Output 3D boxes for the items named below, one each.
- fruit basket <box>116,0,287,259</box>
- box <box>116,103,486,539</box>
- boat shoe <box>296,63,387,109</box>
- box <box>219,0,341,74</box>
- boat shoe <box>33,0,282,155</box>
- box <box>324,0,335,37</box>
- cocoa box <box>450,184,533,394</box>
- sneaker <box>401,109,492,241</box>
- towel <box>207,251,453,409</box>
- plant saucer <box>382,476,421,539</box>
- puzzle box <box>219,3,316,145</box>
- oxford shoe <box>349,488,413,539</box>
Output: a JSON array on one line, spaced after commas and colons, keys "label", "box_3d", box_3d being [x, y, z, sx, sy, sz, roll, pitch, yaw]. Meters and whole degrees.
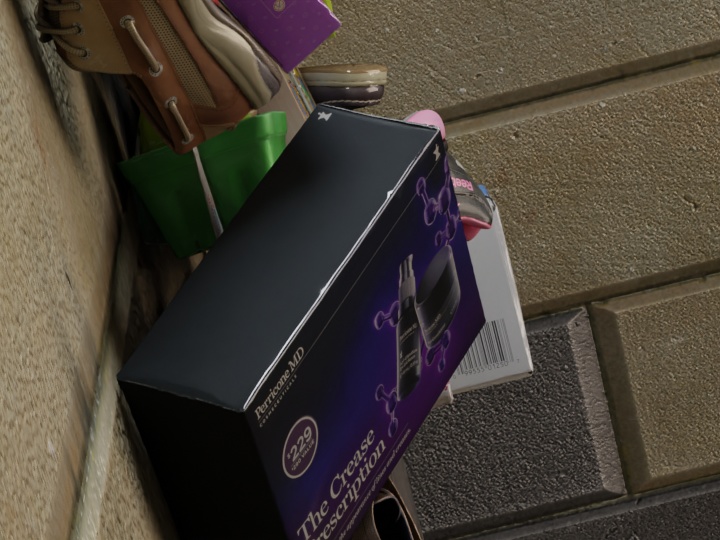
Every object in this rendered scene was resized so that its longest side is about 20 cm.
[{"label": "fruit basket", "box_3d": [-0.104, -0.106, 1.259, 0.185, 0.093, 0.201, -75, 141, -85]}, {"label": "box", "box_3d": [-0.023, 0.038, 1.133, 0.200, 0.078, 0.142, -56, 143, -35]}, {"label": "boat shoe", "box_3d": [-0.049, -0.098, 1.535, 0.199, 0.072, 0.065, -8, -93, 50]}, {"label": "box", "box_3d": [-0.094, -0.191, 1.132, 0.137, 0.039, 0.200, 47, 3, -37]}, {"label": "boat shoe", "box_3d": [-0.113, -0.122, 1.048, 0.200, 0.072, 0.076, 47, -2, -40]}, {"label": "box", "box_3d": [-0.090, -0.206, 1.462, 0.200, 0.121, 0.048, 72, 5, -61]}, {"label": "cocoa box", "box_3d": [0.017, 0.027, 1.720, 0.131, 0.199, 0.134, -91, 166, -82]}, {"label": "sneaker", "box_3d": [0.000, 0.000, 1.277, 0.096, 0.200, 0.079, 50, -25, -7]}, {"label": "towel", "box_3d": [-0.025, 0.026, 1.468, 0.030, 0.145, 0.201, 57, 17, -48]}, {"label": "plant saucer", "box_3d": [-0.026, 0.145, 1.296, 0.200, 0.037, 0.201, 45, -29, 33]}, {"label": "puzzle box", "box_3d": [-0.039, -0.090, 1.395, 0.201, 0.025, 0.133, 63, 6, 4]}, {"label": "oxford shoe", "box_3d": [-0.016, 0.131, 1.189, 0.200, 0.073, 0.071, 44, 9, 30]}]
